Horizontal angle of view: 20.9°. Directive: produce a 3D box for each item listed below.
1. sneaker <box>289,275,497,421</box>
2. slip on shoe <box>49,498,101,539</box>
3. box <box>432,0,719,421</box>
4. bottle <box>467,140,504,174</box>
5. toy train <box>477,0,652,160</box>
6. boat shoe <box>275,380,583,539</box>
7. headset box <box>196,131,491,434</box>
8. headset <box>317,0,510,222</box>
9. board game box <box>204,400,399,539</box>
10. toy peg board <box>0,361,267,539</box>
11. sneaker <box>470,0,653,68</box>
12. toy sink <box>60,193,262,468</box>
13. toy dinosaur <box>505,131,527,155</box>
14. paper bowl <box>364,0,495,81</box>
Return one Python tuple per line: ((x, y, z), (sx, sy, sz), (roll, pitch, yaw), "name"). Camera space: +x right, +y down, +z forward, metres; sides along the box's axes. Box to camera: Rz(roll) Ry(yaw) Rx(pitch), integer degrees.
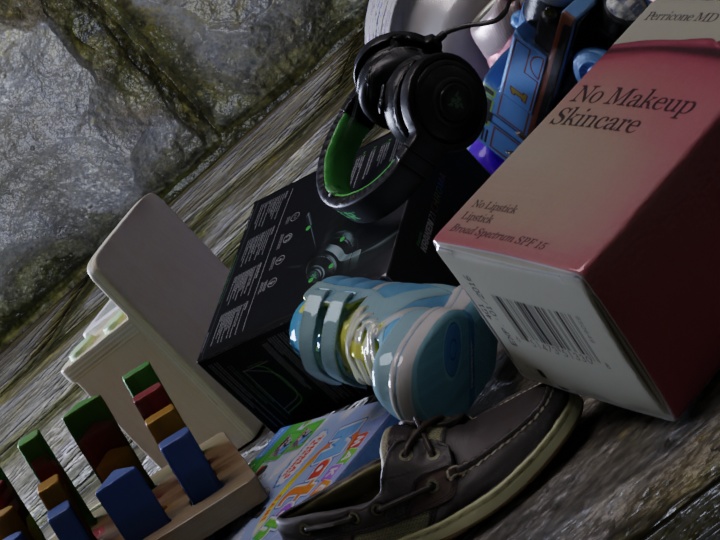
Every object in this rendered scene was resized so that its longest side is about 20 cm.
((0.006, 0.051, 1.199), (0.130, 0.080, 0.200), (3, 7, 15), "sneaker")
((-0.227, 0.244, 1.533), (0.200, 0.074, 0.061), (-48, 8, 2), "slip on shoe")
((0.159, -0.037, 1.022), (0.200, 0.109, 0.128), (-47, 30, -19), "box")
((0.075, -0.062, 1.600), (0.084, 0.065, 0.200), (-48, 11, -35), "bottle")
((0.148, -0.138, 1.376), (0.087, 0.114, 0.200), (-45, -19, -28), "toy train")
((0.034, 0.115, 1.087), (0.200, 0.065, 0.073), (-38, 10, 21), "boat shoe")
((0.000, 0.000, 1.415), (0.199, 0.093, 0.175), (-26, 33, 35), "headset box")
((0.030, -0.131, 1.335), (0.200, 0.094, 0.124), (-54, 28, 5), "headset")
((-0.047, 0.157, 1.296), (0.151, 0.037, 0.200), (-49, 13, -26), "board game box")
((-0.184, 0.152, 1.348), (0.199, 0.098, 0.199), (-32, 8, -7), "toy peg board")
((0.164, -0.199, 1.484), (0.200, 0.105, 0.075), (-26, 20, 44), "sneaker")
((-0.168, 0.060, 1.660), (0.112, 0.200, 0.131), (-35, 14, 33), "toy sink")
((0.166, -0.038, 1.266), (0.182, 0.105, 0.200), (-52, -23, 4), "toy dinosaur")
((0.111, -0.192, 1.613), (0.201, 0.201, 0.104), (-44, 27, -3), "paper bowl")
